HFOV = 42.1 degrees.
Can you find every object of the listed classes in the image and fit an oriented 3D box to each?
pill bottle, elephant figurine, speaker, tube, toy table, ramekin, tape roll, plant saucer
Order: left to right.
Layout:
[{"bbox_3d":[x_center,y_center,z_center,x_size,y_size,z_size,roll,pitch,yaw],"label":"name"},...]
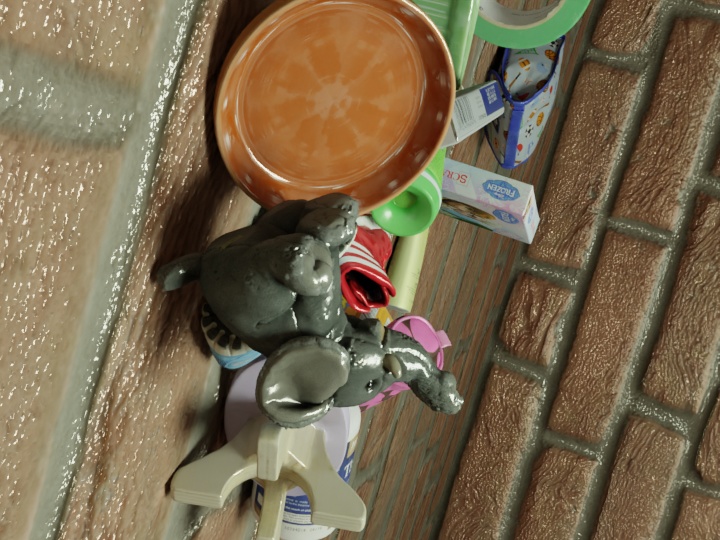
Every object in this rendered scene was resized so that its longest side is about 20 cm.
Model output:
[{"bbox_3d":[-0.077,0.183,0.890,0.118,0.179,0.203,-77,163,-51],"label":"toy table"},{"bbox_3d":[-0.059,0.192,1.049,0.111,0.109,0.204,-44,149,-59],"label":"pill bottle"},{"bbox_3d":[-0.033,0.055,0.735,0.141,0.153,0.204,-40,120,-41],"label":"elephant figurine"},{"bbox_3d":[-0.020,-0.131,0.741,0.033,0.196,0.204,-119,-152,-49],"label":"plant saucer"},{"bbox_3d":[0.058,-0.131,1.073,0.202,0.086,0.090,-79,175,-48],"label":"speaker"},{"bbox_3d":[0.077,-0.041,1.393,0.058,0.051,0.205,-2,-109,63],"label":"tube"},{"bbox_3d":[0.074,-0.293,0.941,0.200,0.095,0.205,13,90,-84],"label":"ramekin"},{"bbox_3d":[0.189,-0.370,1.119,0.048,0.197,0.204,-53,156,-46],"label":"tape roll"}]

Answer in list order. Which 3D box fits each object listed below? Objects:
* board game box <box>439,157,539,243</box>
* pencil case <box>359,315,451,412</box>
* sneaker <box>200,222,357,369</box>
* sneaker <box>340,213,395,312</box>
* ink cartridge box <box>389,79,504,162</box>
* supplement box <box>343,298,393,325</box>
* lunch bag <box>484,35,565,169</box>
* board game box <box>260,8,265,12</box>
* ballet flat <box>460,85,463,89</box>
[{"bbox_3d":[0.135,-0.101,1.240,0.200,0.196,0.042,32,79,-74],"label":"board game box"},{"bbox_3d":[0.016,0.120,1.095,0.093,0.092,0.199,-27,178,-41],"label":"pencil case"},{"bbox_3d":[-0.078,0.011,0.870,0.200,0.078,0.091,-47,166,-30],"label":"sneaker"},{"bbox_3d":[0.000,0.000,1.007,0.078,0.117,0.199,-32,161,17],"label":"sneaker"},{"bbox_3d":[0.026,-0.129,0.909,0.196,0.196,0.044,-41,114,-64],"label":"ink cartridge box"},{"bbox_3d":[-0.010,0.056,1.156,0.070,0.065,0.200,-64,163,-14],"label":"supplement box"},{"bbox_3d":[0.289,-0.311,1.692,0.172,0.121,0.203,88,18,-54],"label":"lunch bag"},{"bbox_3d":[-0.042,-0.181,0.845,0.200,0.029,0.137,-47,152,-57],"label":"board game box"},{"bbox_3d":[0.124,-0.239,1.299,0.200,0.066,0.064,5,93,-75],"label":"ballet flat"}]
